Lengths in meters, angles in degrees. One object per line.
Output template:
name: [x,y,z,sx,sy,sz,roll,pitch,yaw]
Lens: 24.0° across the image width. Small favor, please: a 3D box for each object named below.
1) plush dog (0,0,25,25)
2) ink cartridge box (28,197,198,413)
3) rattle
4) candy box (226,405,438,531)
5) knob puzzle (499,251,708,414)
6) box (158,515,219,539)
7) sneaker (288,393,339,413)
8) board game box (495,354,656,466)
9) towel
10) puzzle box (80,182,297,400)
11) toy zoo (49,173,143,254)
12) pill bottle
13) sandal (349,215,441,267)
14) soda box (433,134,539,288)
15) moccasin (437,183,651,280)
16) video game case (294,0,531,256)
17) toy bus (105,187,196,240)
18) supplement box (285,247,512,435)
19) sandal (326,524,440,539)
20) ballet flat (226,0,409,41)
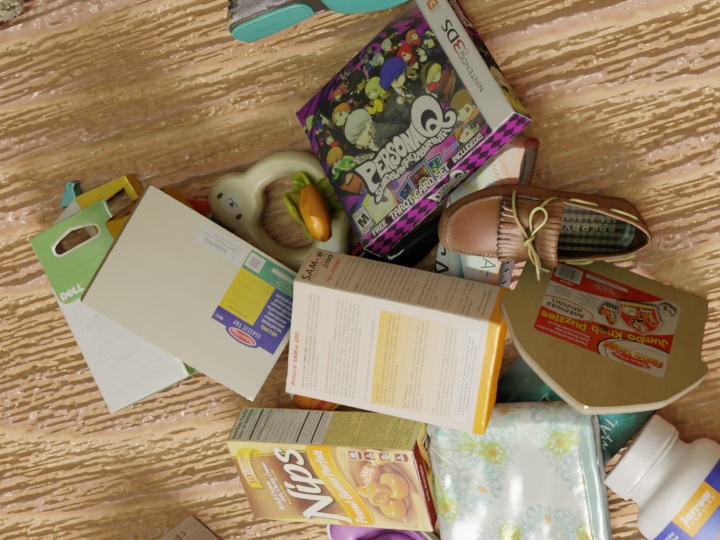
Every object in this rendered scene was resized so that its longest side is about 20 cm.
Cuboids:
plush dog: [-0.380,-0.342,1.686,0.199,0.172,0.161,-29,89,23]
ink cartridge box: [-0.249,0.033,1.747,0.103,0.059,0.201,-25,91,21]
rattle: [-0.113,-0.046,1.669,0.198,0.143,0.131,7,121,12]
candy box: [-0.024,0.198,1.696,0.198,0.056,0.116,0,129,20]
knob puzzle: [0.217,0.067,1.534,0.218,0.220,0.031,28,131,13]
box: [-0.156,0.379,1.781,0.200,0.097,0.125,40,110,8]
sneaker: [0.012,0.080,1.688,0.077,0.073,0.200,42,120,-2]
board game box: [0.180,0.156,1.656,0.135,0.028,0.200,42,110,7]
towel: [0.156,0.226,1.637,0.169,0.048,0.202,-4,100,18]
puzzle box: [-0.155,0.023,1.647,0.199,0.025,0.134,32,89,-16]
toy zoo: [-0.254,-0.009,1.784,0.131,0.020,0.201,-33,88,22]
pill bottle: [0.328,0.228,1.572,0.200,0.112,0.112,39,110,8]
sandal: [0.000,0.000,1.671,0.199,0.075,0.045,-37,76,24]
soda box: [0.116,-0.034,1.626,0.068,0.064,0.202,14,104,16]
moccasin: [0.169,-0.034,1.552,0.199,0.078,0.074,7,106,-16]
video game case: [0.045,-0.145,1.603,0.200,0.036,0.182,-41,55,22]
toy bus: [-0.167,0.014,1.698,0.065,0.078,0.201,-11,114,54]
supplement box: [0.035,0.066,1.591,0.198,0.074,0.127,12,121,9]
sandal: [0.052,0.302,1.717,0.202,0.050,0.083,30,108,12]
ballet flat: [-0.042,-0.278,1.638,0.198,0.072,0.073,-11,96,20]
